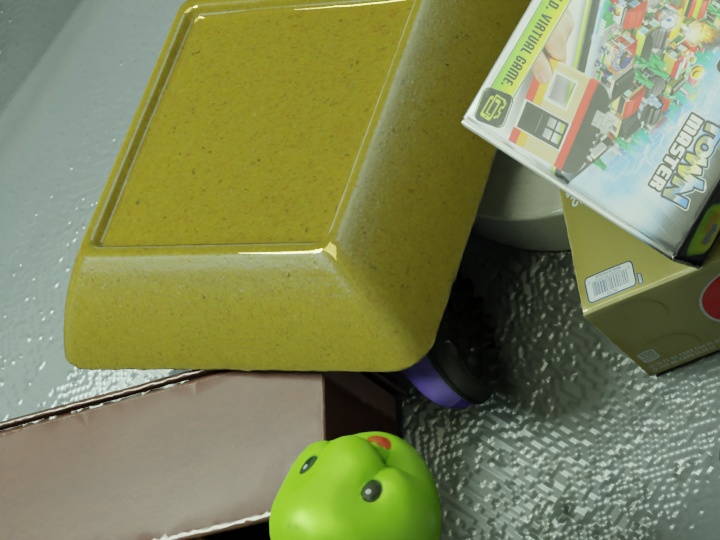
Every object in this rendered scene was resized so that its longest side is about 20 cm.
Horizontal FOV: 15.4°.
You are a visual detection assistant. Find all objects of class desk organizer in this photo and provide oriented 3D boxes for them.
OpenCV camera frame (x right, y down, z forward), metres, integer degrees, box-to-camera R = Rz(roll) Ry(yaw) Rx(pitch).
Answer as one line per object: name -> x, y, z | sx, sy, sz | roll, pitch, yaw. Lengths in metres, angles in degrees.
desk organizer -> -0.083, 0.097, 1.173 | 0.199, 0.072, 0.077 | -16, 60, 26

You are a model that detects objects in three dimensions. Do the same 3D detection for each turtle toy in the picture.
turtle toy -> -0.011, 0.161, 1.049 | 0.145, 0.101, 0.201 | 18, 93, 38

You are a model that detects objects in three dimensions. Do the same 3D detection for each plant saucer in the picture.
plant saucer -> -0.036, -0.053, 1.160 | 0.199, 0.048, 0.201 | -1, 58, 36

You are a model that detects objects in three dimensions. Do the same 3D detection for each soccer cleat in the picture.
soccer cleat -> 0.000, 0.000, 1.175 | 0.073, 0.068, 0.200 | -39, 47, 11

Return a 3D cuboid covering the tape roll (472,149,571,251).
tape roll -> 0.097, -0.106, 1.187 | 0.202, 0.037, 0.203 | -15, 58, 25

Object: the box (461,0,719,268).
box -> 0.136, -0.115, 1.035 | 0.110, 0.035, 0.200 | 34, 99, 25

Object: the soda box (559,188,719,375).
soda box -> 0.185, -0.030, 1.067 | 0.199, 0.068, 0.064 | -22, 55, 22
